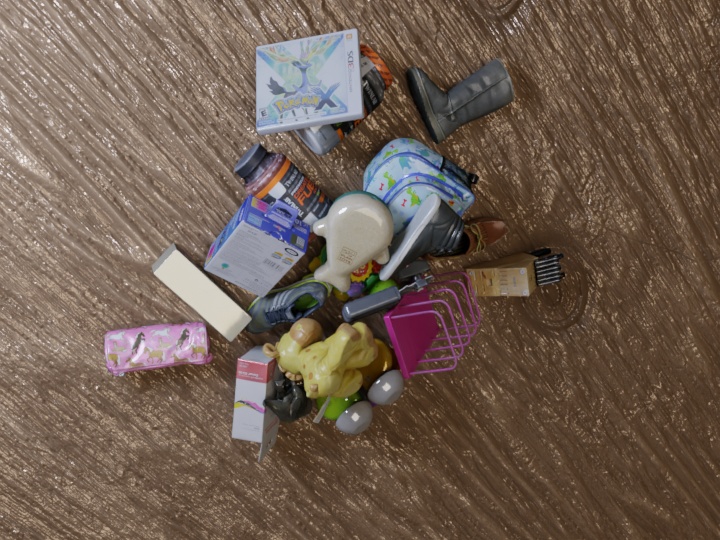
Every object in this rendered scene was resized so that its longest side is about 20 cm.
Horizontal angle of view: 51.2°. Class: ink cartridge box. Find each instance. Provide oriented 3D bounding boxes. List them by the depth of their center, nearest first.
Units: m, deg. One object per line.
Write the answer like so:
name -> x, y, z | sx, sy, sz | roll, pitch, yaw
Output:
ink cartridge box -> -0.186, -0.051, 1.406 | 0.135, 0.077, 0.200 | 27, 136, -22
ink cartridge box -> -0.203, 0.263, 1.496 | 0.066, 0.116, 0.203 | 8, 99, 11

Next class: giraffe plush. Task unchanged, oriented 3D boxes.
giraffe plush -> -0.087, 0.162, 1.431 | 0.201, 0.161, 0.173 | -51, 150, -16

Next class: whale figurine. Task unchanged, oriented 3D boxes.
whale figurine -> -0.017, -0.059, 1.424 | 0.157, 0.104, 0.202 | 22, 118, -9

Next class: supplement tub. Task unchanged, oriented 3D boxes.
supplement tub -> -0.040, -0.327, 1.432 | 0.200, 0.122, 0.123 | -44, 111, -5
supplement tub -> -0.147, -0.149, 1.442 | 0.200, 0.107, 0.107 | 42, 87, -22

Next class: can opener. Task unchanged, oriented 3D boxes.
can opener -> 0.052, 0.037, 1.477 | 0.198, 0.053, 0.068 | -20, 75, -14

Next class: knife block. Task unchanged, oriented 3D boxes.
knife block -> 0.348, 0.000, 1.671 | 0.197, 0.175, 0.065 | -2, 106, 28

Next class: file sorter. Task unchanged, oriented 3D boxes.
file sorter -> 0.156, 0.104, 1.529 | 0.124, 0.200, 0.141 | -10, 110, 29

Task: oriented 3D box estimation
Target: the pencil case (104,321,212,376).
pencil case -> -0.385, 0.148, 1.437 | 0.197, 0.083, 0.088 | -7, 103, -18

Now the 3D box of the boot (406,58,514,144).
boot -> 0.207, -0.375, 1.532 | 0.199, 0.073, 0.183 | -31, 123, -3

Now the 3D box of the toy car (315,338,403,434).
toy car -> 0.000, 0.230, 1.555 | 0.200, 0.175, 0.150 | -45, 153, 9

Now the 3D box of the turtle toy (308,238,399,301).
turtle toy -> 0.000, 0.000, 1.524 | 0.146, 0.101, 0.200 | -47, 111, -4

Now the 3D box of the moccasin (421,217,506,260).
moccasin -> 0.223, -0.066, 1.597 | 0.199, 0.078, 0.075 | -11, 105, -16

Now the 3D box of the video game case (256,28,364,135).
video game case -> -0.095, -0.345, 1.372 | 0.197, 0.022, 0.185 | -7, 68, 10

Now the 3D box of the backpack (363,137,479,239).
backpack -> 0.107, -0.150, 1.483 | 0.199, 0.148, 0.183 | 33, 122, -16

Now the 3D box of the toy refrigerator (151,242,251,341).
toy refrigerator -> -0.307, 0.044, 1.446 | 0.070, 0.076, 0.200 | -47, 112, -4

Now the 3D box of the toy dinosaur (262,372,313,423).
toy dinosaur -> -0.133, 0.257, 1.481 | 0.076, 0.200, 0.104 | -6, 94, 9

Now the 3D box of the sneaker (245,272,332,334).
sneaker -> -0.148, 0.073, 1.482 | 0.198, 0.081, 0.074 | -29, 109, 16

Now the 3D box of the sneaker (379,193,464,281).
sneaker -> 0.121, -0.041, 1.424 | 0.098, 0.071, 0.201 | 28, 114, -20
